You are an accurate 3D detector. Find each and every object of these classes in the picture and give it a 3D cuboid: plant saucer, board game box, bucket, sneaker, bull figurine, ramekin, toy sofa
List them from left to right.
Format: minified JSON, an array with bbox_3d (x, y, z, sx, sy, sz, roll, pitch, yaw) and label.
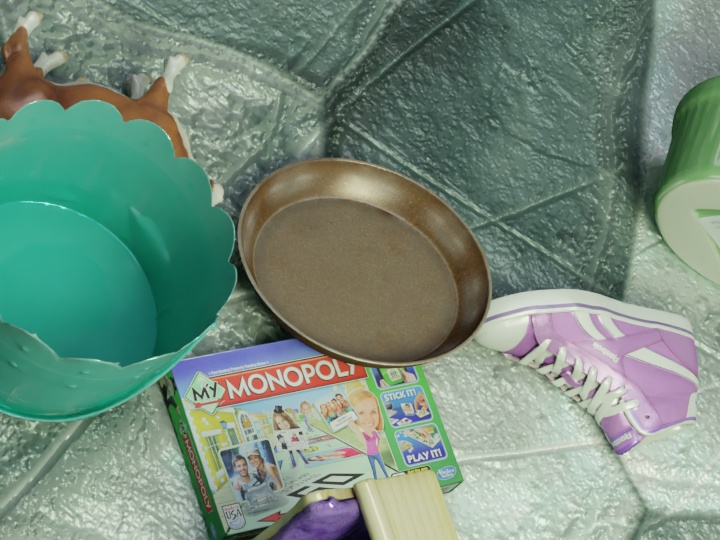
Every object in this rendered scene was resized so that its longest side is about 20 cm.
[{"bbox_3d":[-0.201,0.001,1.549,0.207,0.135,0.208,11,59,-20],"label":"bucket"},{"bbox_3d":[-0.185,-0.110,1.659,0.200,0.065,0.122,18,54,-19],"label":"bull figurine"},{"bbox_3d":[-0.035,0.115,1.636,0.200,0.029,0.135,-10,70,-30],"label":"board game box"},{"bbox_3d":[-0.023,0.208,1.489,0.097,0.200,0.083,-6,68,-35],"label":"toy sofa"},{"bbox_3d":[0.000,0.000,1.688,0.200,0.035,0.201,12,48,-13],"label":"plant saucer"},{"bbox_3d":[0.177,0.081,1.733,0.200,0.073,0.115,9,64,-22],"label":"sneaker"},{"bbox_3d":[0.332,-0.059,1.809,0.200,0.200,0.098,31,63,-9],"label":"ramekin"}]
